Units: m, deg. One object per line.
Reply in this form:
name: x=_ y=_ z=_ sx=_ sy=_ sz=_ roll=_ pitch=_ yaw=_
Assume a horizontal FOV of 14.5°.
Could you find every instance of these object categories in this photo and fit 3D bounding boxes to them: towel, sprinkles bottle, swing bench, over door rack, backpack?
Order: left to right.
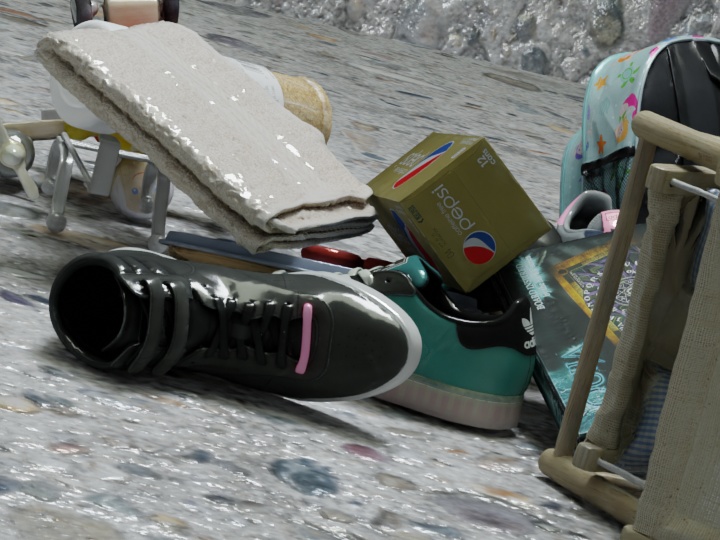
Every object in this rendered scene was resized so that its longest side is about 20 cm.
over door rack: x=-0.118 y=-0.042 z=1.791 sx=0.147 sy=0.067 sz=0.200 roll=10 pitch=0 yaw=-15
sprinkles bottle: x=-0.106 y=-0.109 z=1.820 sx=0.068 sy=0.069 sz=0.199 roll=23 pitch=8 yaw=42
towel: x=-0.087 y=-0.083 z=1.662 sx=0.200 sy=0.035 sz=0.132 roll=40 pitch=24 yaw=20
backpack: x=0.241 y=-0.071 z=2.133 sx=0.177 sy=0.202 sz=0.150 roll=7 pitch=-8 yaw=-34
swing bench: x=0.192 y=0.044 z=1.390 sx=0.129 sy=0.200 sz=0.200 roll=12 pitch=9 yaw=-12

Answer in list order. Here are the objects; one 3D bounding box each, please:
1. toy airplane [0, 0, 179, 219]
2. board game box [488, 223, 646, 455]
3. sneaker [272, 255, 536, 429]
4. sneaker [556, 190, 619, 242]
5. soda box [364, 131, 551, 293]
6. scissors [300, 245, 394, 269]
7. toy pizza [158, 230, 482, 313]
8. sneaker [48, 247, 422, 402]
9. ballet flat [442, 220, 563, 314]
toy airplane: x=-0.161 y=-0.097 z=1.949 sx=0.199 sy=0.142 sz=0.199 roll=-22 pitch=-22 yaw=29
board game box: x=0.159 y=0.037 z=1.590 sx=0.134 sy=0.028 sz=0.200 roll=-12 pitch=31 yaw=-6
sneaker: x=0.002 y=0.023 z=1.575 sx=0.199 sy=0.080 sz=0.071 roll=15 pitch=12 yaw=8
sneaker: x=0.168 y=0.004 z=1.926 sx=0.070 sy=0.083 sz=0.200 roll=11 pitch=15 yaw=-18
soda box: x=0.052 y=-0.037 z=1.679 sx=0.068 sy=0.064 sz=0.200 roll=53 pitch=-4 yaw=-7
scissors: x=0.000 y=0.000 z=1.818 sx=0.073 sy=0.014 sz=0.200 roll=11 pitch=-3 yaw=2
toy pizza: x=-0.026 y=0.012 z=1.699 sx=0.199 sy=0.032 sz=0.200 roll=13 pitch=-1 yaw=0
sneaker: x=-0.073 y=0.033 z=1.470 sx=0.199 sy=0.071 sz=0.099 roll=12 pitch=10 yaw=20
ballet flat: x=0.082 y=0.014 z=1.778 sx=0.068 sy=0.068 sz=0.200 roll=47 pitch=-16 yaw=-8
